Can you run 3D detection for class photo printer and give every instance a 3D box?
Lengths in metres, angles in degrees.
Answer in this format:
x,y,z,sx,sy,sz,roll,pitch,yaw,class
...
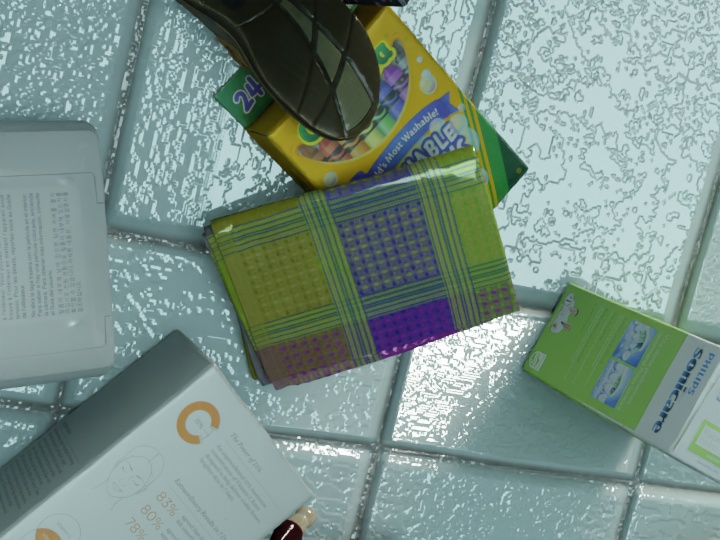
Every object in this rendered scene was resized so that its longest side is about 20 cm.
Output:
x,y,z,sx,sy,sz,roll,pitch,yaw,class
-0.253,-0.006,0.747,0.200,0.069,0.167,-7,94,-33,photo printer

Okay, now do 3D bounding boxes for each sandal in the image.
x,y,z,sx,sy,sz,roll,pitch,yaw,class
-0.069,-0.161,0.811,0.200,0.055,0.082,37,73,0,sandal

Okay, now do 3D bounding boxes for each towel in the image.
x,y,z,sx,sy,sz,roll,pitch,yaw,class
0.000,0.000,0.864,0.200,0.023,0.144,-17,119,3,towel

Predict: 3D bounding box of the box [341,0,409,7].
x,y,z,sx,sy,sz,roll,pitch,yaw,class
0.011,-0.286,0.787,0.132,0.115,0.200,36,82,-33,box

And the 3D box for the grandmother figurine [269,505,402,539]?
x,y,z,sx,sy,sz,roll,pitch,yaw,class
-0.033,0.228,0.885,0.200,0.061,0.121,8,55,-50,grandmother figurine

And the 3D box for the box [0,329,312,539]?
x,y,z,sx,sy,sz,roll,pitch,yaw,class
-0.155,0.157,0.836,0.200,0.097,0.124,-38,113,-11,box

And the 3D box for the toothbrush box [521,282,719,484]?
x,y,z,sx,sy,sz,roll,pitch,yaw,class
0.241,0.097,0.940,0.146,0.200,0.086,30,89,-27,toothbrush box

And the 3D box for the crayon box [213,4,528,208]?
x,y,z,sx,sy,sz,roll,pitch,yaw,class
0.011,-0.096,0.878,0.126,0.052,0.200,-49,115,-7,crayon box
